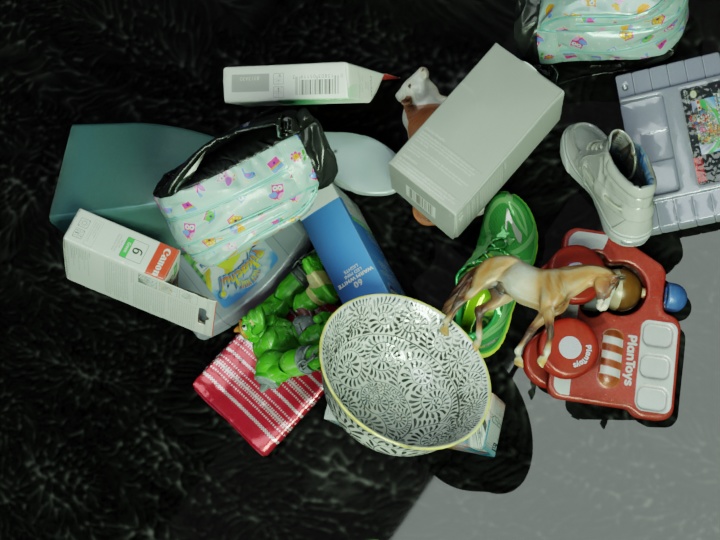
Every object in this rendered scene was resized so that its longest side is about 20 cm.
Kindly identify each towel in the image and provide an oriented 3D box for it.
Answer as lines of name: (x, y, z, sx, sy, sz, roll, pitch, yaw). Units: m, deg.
towel: (-0.100, 0.113, 1.645, 0.145, 0.022, 0.200, 42, 91, 25)

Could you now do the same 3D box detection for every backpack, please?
backpack: (-0.133, -0.098, 1.526, 0.200, 0.167, 0.127, -30, 99, -9)
backpack: (0.287, -0.314, 1.574, 0.199, 0.127, 0.167, 4, 72, 18)

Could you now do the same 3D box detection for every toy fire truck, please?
toy fire truck: (0.277, 0.059, 1.488, 0.167, 0.112, 0.201, 10, 77, -2)

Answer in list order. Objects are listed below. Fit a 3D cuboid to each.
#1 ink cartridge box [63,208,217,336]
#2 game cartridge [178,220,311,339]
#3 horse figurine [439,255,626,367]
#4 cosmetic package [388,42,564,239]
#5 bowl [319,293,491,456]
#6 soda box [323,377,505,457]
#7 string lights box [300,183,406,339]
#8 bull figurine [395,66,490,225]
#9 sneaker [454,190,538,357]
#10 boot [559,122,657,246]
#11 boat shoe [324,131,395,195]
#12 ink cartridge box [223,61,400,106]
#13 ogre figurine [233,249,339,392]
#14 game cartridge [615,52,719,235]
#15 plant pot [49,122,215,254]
ink cartridge box: (-0.262, 0.005, 1.630, 0.200, 0.109, 0.050, 22, 62, 1)
game cartridge: (-0.160, -0.013, 1.698, 0.200, 0.040, 0.133, -43, 69, 4)
horse figurine: (0.167, 0.032, 1.420, 0.200, 0.050, 0.133, 16, 71, 43)
cosmetic package: (0.135, -0.151, 1.543, 0.107, 0.090, 0.200, 41, 78, 16)
bowl: (0.034, 0.133, 1.462, 0.201, 0.200, 0.094, 57, 141, 24)
soda box: (0.062, 0.163, 1.548, 0.199, 0.064, 0.069, 8, 77, 23)
string lights box: (0.000, 0.000, 1.597, 0.059, 0.103, 0.200, -31, 66, 9)
bull figurine: (0.106, -0.152, 1.623, 0.121, 0.065, 0.201, -5, 77, 12)
sneaker: (0.156, 0.002, 1.549, 0.074, 0.084, 0.201, 10, 79, 20)
boot: (0.286, -0.126, 1.505, 0.073, 0.096, 0.200, -10, 46, -13)
boat shoe: (-0.037, -0.134, 1.667, 0.200, 0.091, 0.071, 16, 80, 9)
ink cartridge box: (-0.055, -0.222, 1.641, 0.161, 0.200, 0.050, 0, 91, 20)
ogre figurine: (-0.079, 0.068, 1.577, 0.120, 0.098, 0.200, -36, 52, 19)
game cartridge: (0.375, -0.148, 1.543, 0.129, 0.038, 0.201, -14, 70, 20)
plant pot: (-0.258, -0.101, 1.683, 0.199, 0.141, 0.142, -5, 61, 22)
